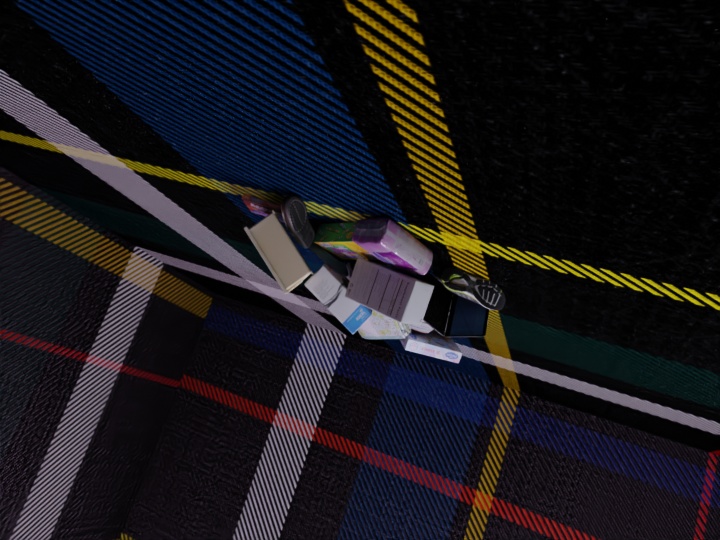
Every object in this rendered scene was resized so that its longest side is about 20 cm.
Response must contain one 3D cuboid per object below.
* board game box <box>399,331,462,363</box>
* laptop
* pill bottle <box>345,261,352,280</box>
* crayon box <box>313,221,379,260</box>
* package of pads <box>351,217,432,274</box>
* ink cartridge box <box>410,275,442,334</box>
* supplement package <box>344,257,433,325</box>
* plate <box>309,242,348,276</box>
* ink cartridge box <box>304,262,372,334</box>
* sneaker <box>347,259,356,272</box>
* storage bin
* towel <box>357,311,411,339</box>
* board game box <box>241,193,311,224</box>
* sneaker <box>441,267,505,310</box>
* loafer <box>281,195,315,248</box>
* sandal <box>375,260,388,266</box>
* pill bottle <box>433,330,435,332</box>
[{"bbox_3d":[0.218,0.228,1.992,0.195,0.042,0.200,16,-166,-14],"label":"board game box"},{"bbox_3d":[0.259,0.087,1.687,0.199,0.179,0.103,38,132,-14],"label":"laptop"},{"bbox_3d":[-0.013,0.027,1.943,0.110,0.115,0.200,21,166,-7],"label":"pill bottle"},{"bbox_3d":[-0.029,-0.080,1.661,0.118,0.060,0.198,30,164,-35],"label":"crayon box"},{"bbox_3d":[0.084,-0.062,1.523,0.198,0.077,0.119,32,165,-39],"label":"package of pads"},{"bbox_3d":[0.204,0.110,1.869,0.083,0.151,0.200,17,168,-2],"label":"ink cartridge box"},{"bbox_3d":[0.078,0.057,1.608,0.197,0.120,0.116,23,-176,33],"label":"supplement package"},{"bbox_3d":[-0.104,-0.059,1.790,0.199,0.026,0.200,41,-170,-9],"label":"plate"},{"bbox_3d":[-0.059,0.073,1.745,0.200,0.084,0.145,45,-171,-3],"label":"ink cartridge box"},{"bbox_3d":[0.000,0.000,1.787,0.200,0.082,0.073,43,176,26],"label":"sneaker"},{"bbox_3d":[-0.220,-0.049,1.648,0.202,0.093,0.199,57,176,-2],"label":"storage bin"},{"bbox_3d":[0.049,0.139,1.874,0.196,0.048,0.174,-5,123,36],"label":"towel"},{"bbox_3d":[-0.240,-0.167,1.723,0.195,0.020,0.103,18,165,12],"label":"board game box"},{"bbox_3d":[0.314,0.051,1.670,0.197,0.075,0.081,28,174,1],"label":"sneaker"},{"bbox_3d":[-0.183,-0.131,1.614,0.070,0.074,0.202,22,153,22],"label":"loafer"},{"bbox_3d":[0.086,-0.021,1.747,0.074,0.049,0.200,23,167,-11],"label":"sandal"},{"bbox_3d":[0.314,0.154,1.946,0.114,0.119,0.198,27,166,-30],"label":"pill bottle"}]
